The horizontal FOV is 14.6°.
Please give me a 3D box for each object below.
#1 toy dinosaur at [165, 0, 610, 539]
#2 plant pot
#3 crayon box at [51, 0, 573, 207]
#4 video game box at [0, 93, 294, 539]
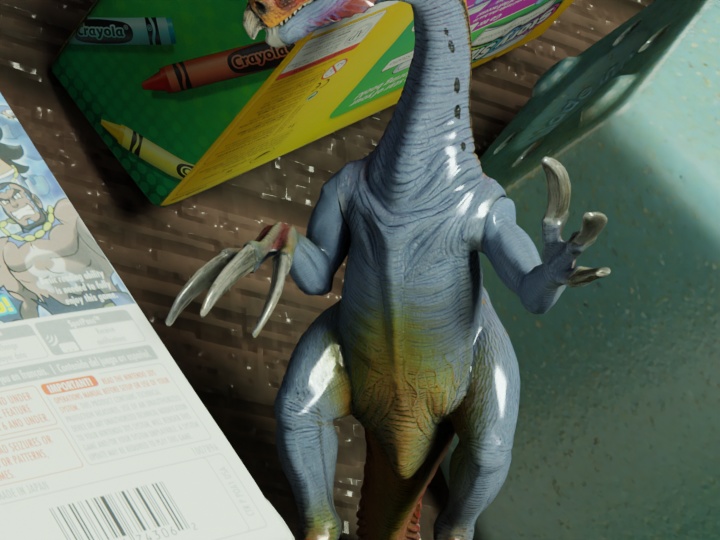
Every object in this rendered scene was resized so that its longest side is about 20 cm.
[{"bbox_3d":[0.000,0.000,0.758,0.104,0.200,0.183,5,89,-5],"label":"toy dinosaur"},{"bbox_3d":[0.130,0.016,0.868,0.200,0.196,0.196,48,47,-7],"label":"plant pot"},{"bbox_3d":[0.015,-0.101,0.844,0.200,0.119,0.058,-28,76,-46],"label":"crayon box"},{"bbox_3d":[-0.140,0.024,0.662,0.199,0.047,0.183,-10,58,-44],"label":"video game box"}]
